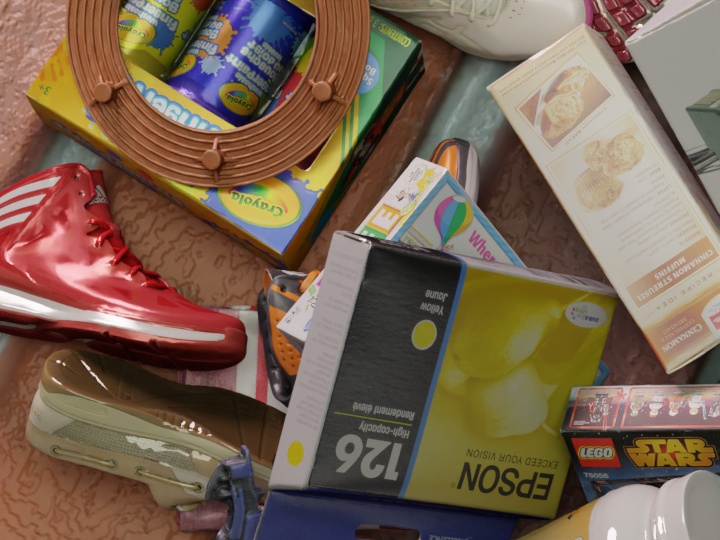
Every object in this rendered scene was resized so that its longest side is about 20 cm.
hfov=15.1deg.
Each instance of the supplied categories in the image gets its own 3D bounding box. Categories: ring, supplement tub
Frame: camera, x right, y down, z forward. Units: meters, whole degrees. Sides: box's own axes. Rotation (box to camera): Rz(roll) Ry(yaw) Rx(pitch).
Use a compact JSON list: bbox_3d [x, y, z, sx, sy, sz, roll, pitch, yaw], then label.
[{"bbox_3d":[-0.091,-0.152,1.675,0.199,0.019,0.202,1,93,14],"label":"ring"},{"bbox_3d":[0.142,0.213,1.589,0.199,0.144,0.145,-30,76,26],"label":"supplement tub"}]

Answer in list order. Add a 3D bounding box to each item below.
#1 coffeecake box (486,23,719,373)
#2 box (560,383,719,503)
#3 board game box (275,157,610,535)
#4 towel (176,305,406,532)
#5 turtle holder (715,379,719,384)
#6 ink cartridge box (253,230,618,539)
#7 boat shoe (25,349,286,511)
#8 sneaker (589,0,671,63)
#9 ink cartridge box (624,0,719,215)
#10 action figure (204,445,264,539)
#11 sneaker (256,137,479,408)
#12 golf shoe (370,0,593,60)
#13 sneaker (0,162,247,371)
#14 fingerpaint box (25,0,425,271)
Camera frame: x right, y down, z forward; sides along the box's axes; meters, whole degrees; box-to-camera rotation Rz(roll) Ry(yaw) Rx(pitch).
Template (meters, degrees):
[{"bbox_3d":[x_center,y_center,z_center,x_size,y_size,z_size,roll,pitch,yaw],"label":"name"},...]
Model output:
[{"bbox_3d":[0.167,-0.044,1.657,0.073,0.153,0.201,-33,87,9],"label":"coffeecake box"},{"bbox_3d":[0.231,0.125,1.614,0.199,0.137,0.040,-1,45,23],"label":"box"},{"bbox_3d":[0.054,0.048,1.641,0.135,0.200,0.034,-49,36,-12],"label":"board game box"},{"bbox_3d":[-0.018,0.092,1.720,0.198,0.023,0.145,-1,78,2],"label":"towel"},{"bbox_3d":[0.300,0.080,1.652,0.185,0.141,0.132,-32,98,-15],"label":"turtle holder"},{"bbox_3d":[0.045,0.090,1.599,0.197,0.047,0.202,10,96,-38],"label":"ink cartridge box"},{"bbox_3d":[-0.108,0.112,1.680,0.199,0.072,0.065,18,116,-6],"label":"boat shoe"},{"bbox_3d":[0.214,-0.185,1.749,0.199,0.075,0.081,-16,88,14],"label":"sneaker"},{"bbox_3d":[0.258,-0.089,1.640,0.084,0.146,0.201,-26,97,29],"label":"ink cartridge box"},{"bbox_3d":[-0.094,0.196,1.662,0.192,0.105,0.202,-1,102,-3],"label":"action figure"},{"bbox_3d":[0.000,0.000,1.682,0.111,0.078,0.201,20,81,-4],"label":"sneaker"},{"bbox_3d":[0.049,-0.180,1.729,0.199,0.091,0.076,18,101,15],"label":"golf shoe"},{"bbox_3d":[-0.156,-0.009,1.711,0.198,0.078,0.116,11,77,13],"label":"sneaker"},{"bbox_3d":[-0.085,-0.121,1.743,0.199,0.073,0.167,32,81,9],"label":"fingerpaint box"}]
